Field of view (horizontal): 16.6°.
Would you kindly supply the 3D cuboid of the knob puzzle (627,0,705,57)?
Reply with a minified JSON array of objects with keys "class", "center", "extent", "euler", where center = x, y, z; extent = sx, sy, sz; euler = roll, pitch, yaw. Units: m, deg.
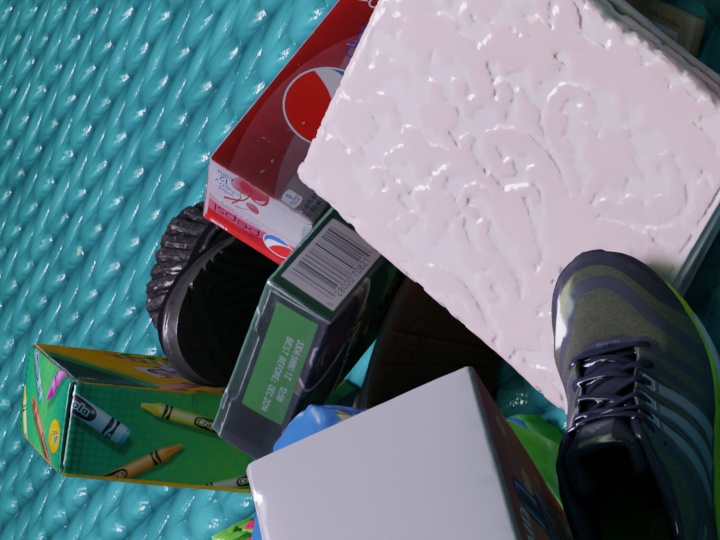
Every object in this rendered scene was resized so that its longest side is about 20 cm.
[{"class":"knob puzzle","center":[0.099,-0.047,1.247],"extent":[0.220,0.030,0.221],"euler":[-171,90,-70]}]

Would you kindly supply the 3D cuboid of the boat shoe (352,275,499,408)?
[{"class":"boat shoe","center":[0.025,0.079,1.340],"extent":[0.065,0.072,0.201],"euler":[-132,49,-64]}]

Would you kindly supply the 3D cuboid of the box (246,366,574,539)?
[{"class":"box","center":[0.051,0.168,1.015],"extent":[0.200,0.106,0.153],"euler":[56,-166,-42]}]

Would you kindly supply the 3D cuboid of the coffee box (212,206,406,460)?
[{"class":"coffee box","center":[0.000,0.000,1.315],"extent":[0.200,0.044,0.123],"euler":[-50,-13,-45]}]

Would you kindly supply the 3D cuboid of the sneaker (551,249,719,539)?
[{"class":"sneaker","center":[0.116,0.070,1.046],"extent":[0.074,0.081,0.201],"euler":[-24,54,17]}]

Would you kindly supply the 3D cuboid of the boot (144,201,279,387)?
[{"class":"boot","center":[-0.086,0.013,1.486],"extent":[0.157,0.211,0.080],"euler":[-16,107,43]}]

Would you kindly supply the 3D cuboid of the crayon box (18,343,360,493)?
[{"class":"crayon box","center":[-0.090,0.090,1.455],"extent":[0.119,0.199,0.059],"euler":[-157,75,-69]}]

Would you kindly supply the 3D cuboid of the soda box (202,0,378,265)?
[{"class":"soda box","center":[-0.003,-0.096,1.343],"extent":[0.200,0.070,0.063],"euler":[-52,-11,-27]}]

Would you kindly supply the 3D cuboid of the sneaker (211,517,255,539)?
[{"class":"sneaker","center":[-0.042,0.190,1.455],"extent":[0.200,0.076,0.084],"euler":[-133,30,-82]}]

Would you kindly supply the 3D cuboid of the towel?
[{"class":"towel","center":[0.077,-0.054,1.149],"extent":[0.200,0.032,0.191],"euler":[42,128,20]}]

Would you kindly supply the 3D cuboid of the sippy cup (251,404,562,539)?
[{"class":"sippy cup","center":[0.021,0.126,1.221],"extent":[0.140,0.130,0.178],"euler":[-116,44,-63]}]
